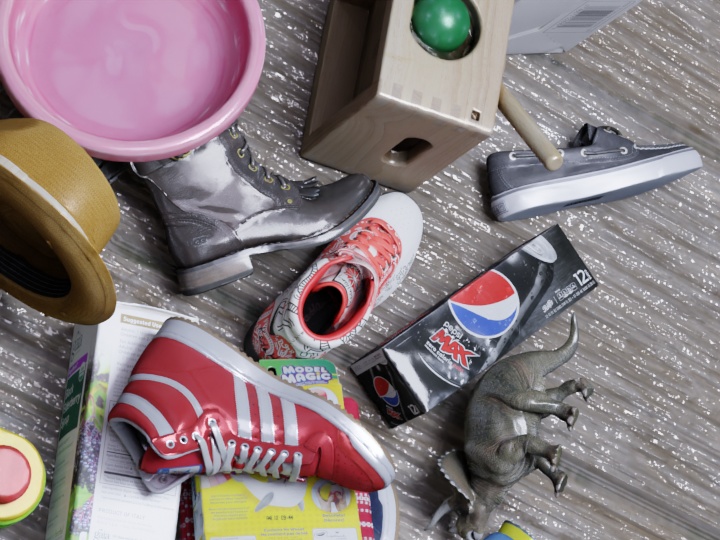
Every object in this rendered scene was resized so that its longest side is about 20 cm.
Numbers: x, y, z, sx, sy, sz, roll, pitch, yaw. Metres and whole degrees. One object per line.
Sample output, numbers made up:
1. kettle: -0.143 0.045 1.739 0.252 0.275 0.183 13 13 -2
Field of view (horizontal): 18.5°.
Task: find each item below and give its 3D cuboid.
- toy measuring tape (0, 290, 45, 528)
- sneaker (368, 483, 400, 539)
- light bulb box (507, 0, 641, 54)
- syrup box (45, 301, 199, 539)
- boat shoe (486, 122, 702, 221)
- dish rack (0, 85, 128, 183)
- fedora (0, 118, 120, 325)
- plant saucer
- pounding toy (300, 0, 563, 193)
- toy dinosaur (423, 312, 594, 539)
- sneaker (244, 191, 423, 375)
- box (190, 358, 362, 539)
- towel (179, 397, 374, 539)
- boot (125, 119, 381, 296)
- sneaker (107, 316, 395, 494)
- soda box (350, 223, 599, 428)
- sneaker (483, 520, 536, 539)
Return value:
1. toy measuring tape: -0.256 0.114 1.589 0.073 0.074 0.200 13 70 -21
2. sneaker: -0.044 0.234 1.649 0.108 0.070 0.200 23 69 -18
3. light bulb box: 0.147 -0.303 1.820 0.125 0.198 0.200 -4 78 -27
4. syrup box: -0.175 0.130 1.615 0.081 0.079 0.200 11 71 -21
5. boat shoe: 0.194 -0.091 1.858 0.200 0.070 0.066 -13 82 -19
6. dish rack: -0.234 -0.163 1.688 0.200 0.055 0.153 43 63 -8
7. fedora: -0.237 -0.051 1.577 0.201 0.201 0.082 44 63 -7
8. plant saucer: -0.172 -0.165 1.637 0.200 0.051 0.201 3 65 -7
9. pounding toy: 0.063 -0.154 1.737 0.142 0.200 0.184 17 69 -19
10. toy dinosaur: 0.118 0.114 1.712 0.102 0.077 0.200 13 77 19
11. sneaker: 0.000 0.001 1.715 0.067 0.108 0.201 48 62 -5
12. box: -0.065 0.155 1.609 0.117 0.048 0.200 0 57 -11
13. towel: -0.063 0.178 1.634 0.144 0.022 0.200 1 55 -11
14. boot: -0.093 -0.090 1.700 0.200 0.069 0.174 -25 99 -23
15. sneaker: -0.082 0.126 1.555 0.200 0.071 0.113 30 58 9
16. soda box: 0.092 0.044 1.765 0.200 0.071 0.063 -35 90 -28
17. sneaker: 0.159 0.287 1.733 0.200 0.066 0.078 43 73 -7
